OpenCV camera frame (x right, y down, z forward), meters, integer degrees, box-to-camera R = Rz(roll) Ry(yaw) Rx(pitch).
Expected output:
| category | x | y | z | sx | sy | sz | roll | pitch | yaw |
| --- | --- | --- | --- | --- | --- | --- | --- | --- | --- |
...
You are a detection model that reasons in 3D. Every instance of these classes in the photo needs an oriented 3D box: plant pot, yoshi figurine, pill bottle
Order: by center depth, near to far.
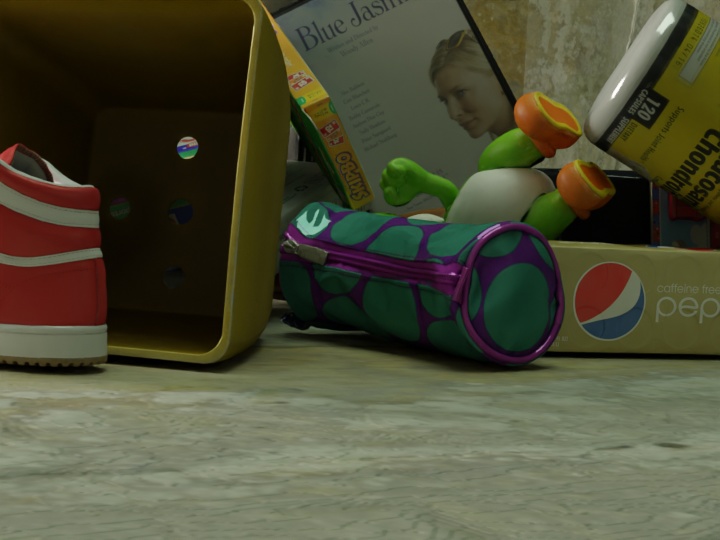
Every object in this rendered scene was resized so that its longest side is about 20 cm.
| category | x | y | z | sx | sy | sz | roll | pitch | yaw |
| --- | --- | --- | --- | --- | --- | --- | --- | --- | --- |
| plant pot | -0.136 | -0.046 | 1.016 | 0.200 | 0.200 | 0.176 | 4 | -6 | 14 |
| pill bottle | 0.258 | -0.084 | 1.144 | 0.200 | 0.112 | 0.112 | 32 | 5 | 1 |
| yoshi figurine | 0.064 | -0.031 | 1.170 | 0.200 | 0.112 | 0.112 | -36 | 25 | 25 |

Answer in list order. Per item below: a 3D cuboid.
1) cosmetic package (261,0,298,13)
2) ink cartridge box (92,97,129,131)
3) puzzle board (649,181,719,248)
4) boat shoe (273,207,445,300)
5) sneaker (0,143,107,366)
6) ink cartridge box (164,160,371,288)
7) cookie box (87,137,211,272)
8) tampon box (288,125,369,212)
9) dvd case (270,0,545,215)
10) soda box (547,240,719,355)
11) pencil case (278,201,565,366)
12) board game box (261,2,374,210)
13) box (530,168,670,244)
| category | x | y | z | sx | sy | sz | roll | pitch | yaw |
| --- | --- | --- | --- | --- | --- | --- | --- | --- | --- |
| cosmetic package | -0.051 | -0.202 | 1.397 | 0.200 | 0.107 | 0.090 | -20 | 22 | -9 |
| ink cartridge box | -0.223 | -0.135 | 1.218 | 0.200 | 0.083 | 0.146 | -6 | 28 | 25 |
| puzzle board | 0.277 | -0.047 | 1.204 | 0.151 | 0.200 | 0.017 | 3 | -14 | -5 |
| boat shoe | 0.000 | 0.000 | 1.304 | 0.200 | 0.070 | 0.070 | -1 | -35 | 19 |
| sneaker | -0.225 | -0.012 | 0.900 | 0.200 | 0.113 | 0.071 | 4 | 3 | 12 |
| ink cartridge box | -0.129 | -0.031 | 1.278 | 0.200 | 0.047 | 0.198 | 5 | 29 | 37 |
| cookie box | -0.146 | -0.068 | 1.218 | 0.171 | 0.075 | 0.200 | -14 | 25 | 4 |
| tampon box | -0.027 | -0.058 | 1.456 | 0.126 | 0.150 | 0.200 | 9 | 7 | 44 |
| dvd case | 0.036 | -0.142 | 1.342 | 0.143 | 0.200 | 0.018 | -28 | -2 | -3 |
| soda box | 0.177 | 0.018 | 1.105 | 0.200 | 0.068 | 0.064 | 2 | 3 | -17 |
| pencil case | 0.031 | 0.006 | 1.051 | 0.092 | 0.085 | 0.200 | 19 | -7 | -37 |
| board game box | -0.042 | -0.121 | 1.255 | 0.030 | 0.096 | 0.200 | -27 | 38 | -1 |
| box | 0.228 | -0.016 | 1.311 | 0.200 | 0.118 | 0.197 | 2 | 4 | -5 |
